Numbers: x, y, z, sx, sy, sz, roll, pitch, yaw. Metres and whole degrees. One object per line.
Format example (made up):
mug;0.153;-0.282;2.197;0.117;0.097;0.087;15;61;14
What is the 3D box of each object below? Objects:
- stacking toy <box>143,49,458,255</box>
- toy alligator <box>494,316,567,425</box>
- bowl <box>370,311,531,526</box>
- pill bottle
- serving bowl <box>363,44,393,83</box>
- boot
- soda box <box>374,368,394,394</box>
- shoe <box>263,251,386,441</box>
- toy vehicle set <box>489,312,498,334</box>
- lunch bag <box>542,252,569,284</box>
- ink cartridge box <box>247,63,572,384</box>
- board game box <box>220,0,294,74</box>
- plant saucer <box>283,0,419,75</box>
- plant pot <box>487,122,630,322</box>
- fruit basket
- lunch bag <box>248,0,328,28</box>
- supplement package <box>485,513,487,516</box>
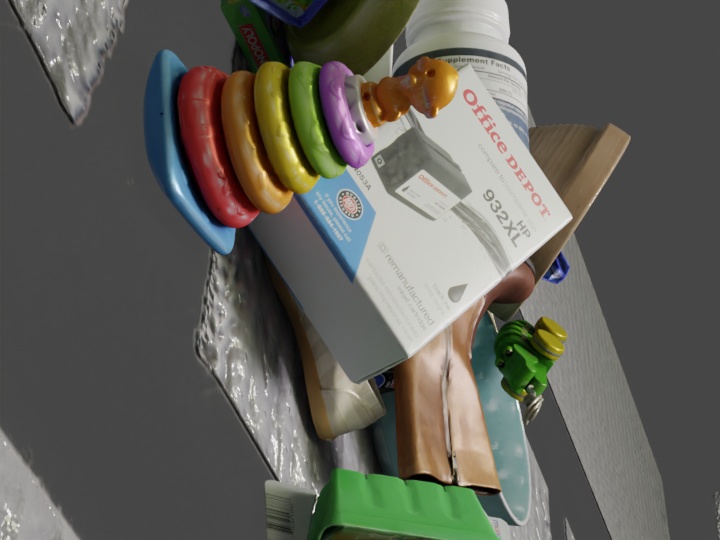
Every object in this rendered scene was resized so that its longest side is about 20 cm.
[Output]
stacking toy;-0.030;-0.097;1.056;0.110;0.198;0.117;51;27;-57
toy alligator;0.138;0.078;1.417;0.054;0.060;0.200;34;18;1
bowl;0.072;0.131;1.419;0.201;0.104;0.203;-15;90;-76
pill bottle;0.083;-0.132;1.386;0.120;0.118;0.202;49;37;-60
serving bowl;-0.007;-0.189;1.441;0.200;0.065;0.203;-177;-90;-88
boot;0.087;0.073;1.279;0.187;0.068;0.202;13;57;-48
soda box;0.000;0.000;1.351;0.071;0.063;0.202;53;27;-55
shoe;-0.028;0.024;1.237;0.070;0.053;0.202;-4;79;-76
toy vehicle set;0.094;0.009;1.647;0.200;0.026;0.126;-129;-159;-79
lunch bag;0.123;-0.067;1.636;0.200;0.094;0.150;51;-8;-38
ink cartridge box;0.039;-0.037;1.202;0.199;0.084;0.146;-37;94;-35
board game box;-0.073;-0.231;1.364;0.201;0.029;0.135;-90;159;-45
plant saucer;-0.006;-0.237;1.258;0.031;0.200;0.202;20;48;-30
plant pot;0.150;-0.062;1.474;0.092;0.202;0.201;35;17;2
fruit basket;0.025;0.232;1.064;0.094;0.183;0.202;119;-25;-46
lunch bag;-0.087;-0.308;1.202;0.199;0.127;0.172;26;42;-33
supplement package;0.067;0.277;1.239;0.201;0.116;0.118;58;22;-50
